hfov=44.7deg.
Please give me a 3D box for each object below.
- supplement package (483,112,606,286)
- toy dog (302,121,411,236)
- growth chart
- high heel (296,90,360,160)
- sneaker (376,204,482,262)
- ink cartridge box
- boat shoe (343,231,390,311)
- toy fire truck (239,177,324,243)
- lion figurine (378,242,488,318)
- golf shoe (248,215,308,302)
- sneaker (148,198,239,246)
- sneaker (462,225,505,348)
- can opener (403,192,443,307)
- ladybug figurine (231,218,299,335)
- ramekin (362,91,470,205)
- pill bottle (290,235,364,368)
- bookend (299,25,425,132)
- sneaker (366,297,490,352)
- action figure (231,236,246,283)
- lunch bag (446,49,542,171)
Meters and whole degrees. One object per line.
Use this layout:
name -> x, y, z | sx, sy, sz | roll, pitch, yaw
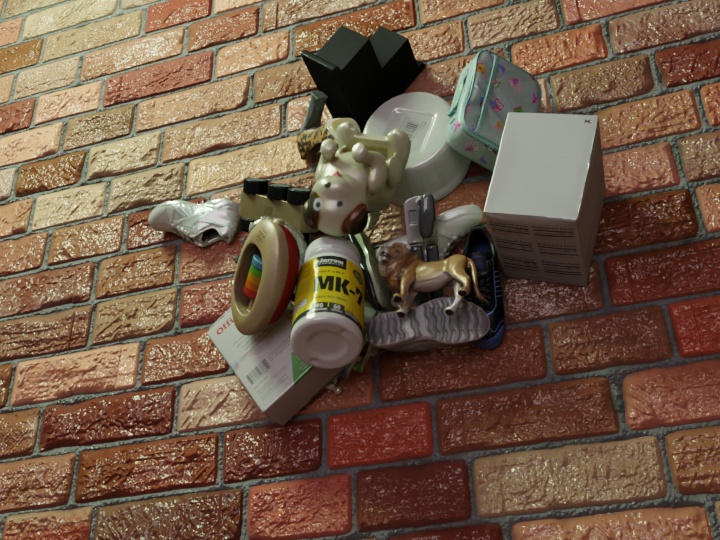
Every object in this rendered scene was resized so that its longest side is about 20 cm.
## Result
supplement package -> 0.300, -0.113, 1.396 | 0.145, 0.201, 0.194 | 7, 63, 23
toy dog -> -0.021, -0.136, 1.464 | 0.138, 0.196, 0.200 | 19, 36, 16
growth chart -> -0.025, 0.114, 1.498 | 0.144, 0.018, 0.201 | 28, 74, 30
high heel -> -0.058, -0.225, 1.643 | 0.070, 0.144, 0.201 | -7, 45, -30
sneaker -> 0.130, -0.036, 1.504 | 0.198, 0.075, 0.089 | -28, 68, 10
ink cartridge box -> -0.146, 0.133, 1.474 | 0.145, 0.088, 0.200 | -43, 58, -1
boat shoe -> 0.000, 0.000, 1.523 | 0.067, 0.072, 0.201 | -32, 49, 9
toy fire truck -> -0.102, -0.131, 1.620 | 0.174, 0.199, 0.131 | 15, 104, 37
lion figurine -> 0.114, 0.008, 1.373 | 0.197, 0.073, 0.123 | 1, 47, 23
golf shoe -> -0.117, -0.003, 1.485 | 0.078, 0.200, 0.098 | -31, 27, 23
sneaker -> -0.327, -0.090, 1.697 | 0.197, 0.071, 0.081 | -3, 63, 18
sneaker -> 0.196, 0.024, 1.430 | 0.069, 0.078, 0.203 | -9, 59, 13
can opener -> 0.105, -0.026, 1.449 | 0.052, 0.066, 0.203 | -6, 96, 6
ladybug figurine -> -0.149, 0.011, 1.407 | 0.136, 0.071, 0.202 | 49, 125, 48
ramekin -> 0.097, -0.228, 1.599 | 0.197, 0.098, 0.203 | -9, 58, 16
pill bottle -> -0.049, 0.046, 1.394 | 0.113, 0.115, 0.202 | -13, 41, 13
bookend -> 0.009, -0.400, 1.669 | 0.092, 0.200, 0.199 | 33, 77, 32
sneaker -> 0.113, 0.091, 1.411 | 0.197, 0.082, 0.076 | -5, 71, 18
action figure -> -0.131, -0.018, 1.595 | 0.197, 0.055, 0.120 | 8, 62, 20
lunch bag -> 0.234, -0.278, 1.538 | 0.077, 0.159, 0.202 | -33, 35, 55
